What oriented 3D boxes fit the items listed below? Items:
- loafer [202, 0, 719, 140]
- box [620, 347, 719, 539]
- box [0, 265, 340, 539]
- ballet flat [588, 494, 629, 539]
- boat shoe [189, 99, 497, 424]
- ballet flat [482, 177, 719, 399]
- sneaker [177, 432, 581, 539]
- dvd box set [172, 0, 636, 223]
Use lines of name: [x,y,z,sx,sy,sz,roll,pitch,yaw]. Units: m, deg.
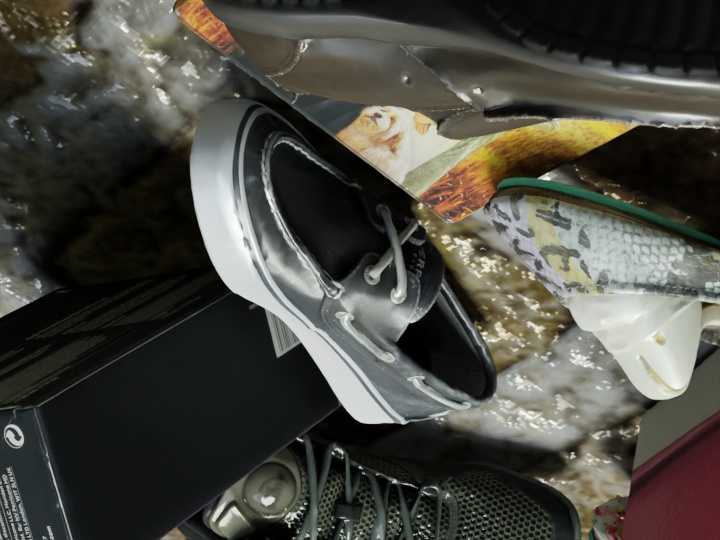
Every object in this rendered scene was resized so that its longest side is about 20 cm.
loafer: [0.048,-0.079,0.662,0.198,0.073,0.072,12,151,22]
box: [0.177,0.143,0.842,0.127,0.201,0.109,25,144,-12]
box: [-0.119,0.062,0.848,0.140,0.200,0.080,-6,104,30]
ballet flat: [0.192,0.144,0.968,0.199,0.076,0.064,32,111,-28]
boat shoe: [0.000,0.000,0.832,0.067,0.072,0.200,-2,143,27]
ballet flat: [0.137,0.020,0.777,0.199,0.073,0.072,15,146,-14]
sneaker: [0.000,0.115,0.958,0.198,0.077,0.114,10,173,15]
dvd box set: [0.048,-0.098,0.717,0.146,0.030,0.199,36,140,-25]
